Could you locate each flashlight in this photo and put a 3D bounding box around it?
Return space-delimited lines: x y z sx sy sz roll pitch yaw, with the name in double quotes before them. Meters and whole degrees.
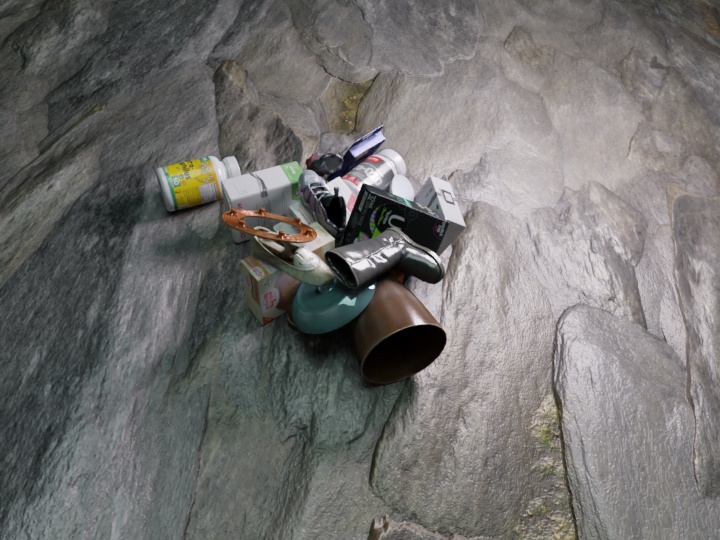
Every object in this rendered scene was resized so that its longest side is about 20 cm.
"flashlight" -0.093 -0.279 1.532 0.067 0.200 0.068 20 90 -20

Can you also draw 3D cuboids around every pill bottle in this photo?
"pill bottle" -0.412 -0.230 1.503 0.198 0.113 0.113 -18 53 -19
"pill bottle" 0.026 -0.233 1.543 0.113 0.114 0.200 32 54 21

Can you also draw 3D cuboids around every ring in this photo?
"ring" -0.186 -0.098 1.207 0.198 0.019 0.201 14 17 -4

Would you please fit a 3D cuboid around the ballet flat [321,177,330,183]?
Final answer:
"ballet flat" -0.137 -0.220 1.550 0.198 0.070 0.070 1 49 -4

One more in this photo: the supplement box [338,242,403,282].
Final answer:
"supplement box" 0.000 0.000 1.370 0.199 0.069 0.067 27 49 21

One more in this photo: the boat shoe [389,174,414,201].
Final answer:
"boat shoe" 0.100 -0.148 1.493 0.069 0.066 0.202 7 61 -29

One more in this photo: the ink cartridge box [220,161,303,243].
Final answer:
"ink cartridge box" -0.234 -0.169 1.443 0.198 0.147 0.085 -18 51 -20

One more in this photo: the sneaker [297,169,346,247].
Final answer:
"sneaker" -0.076 -0.163 1.316 0.077 0.140 0.201 -20 76 -22

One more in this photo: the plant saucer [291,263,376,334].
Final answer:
"plant saucer" -0.064 0.041 1.204 0.198 0.036 0.201 -20 37 16

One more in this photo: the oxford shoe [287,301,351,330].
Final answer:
"oxford shoe" -0.062 0.084 1.290 0.198 0.072 0.072 -8 48 -14

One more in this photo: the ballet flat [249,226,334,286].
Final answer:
"ballet flat" -0.142 -0.030 1.181 0.199 0.063 0.068 24 49 14

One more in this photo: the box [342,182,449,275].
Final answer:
"box" 0.076 -0.091 1.336 0.198 0.150 0.124 20 14 -13

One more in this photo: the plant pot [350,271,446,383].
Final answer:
"plant pot" 0.053 0.096 1.211 0.185 0.188 0.201 -13 51 -16

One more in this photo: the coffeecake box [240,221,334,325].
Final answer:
"coffeecake box" -0.156 0.006 1.292 0.199 0.154 0.073 -30 57 -27

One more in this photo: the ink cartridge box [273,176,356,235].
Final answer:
"ink cartridge box" -0.098 -0.124 1.411 0.199 0.068 0.117 -35 81 -25

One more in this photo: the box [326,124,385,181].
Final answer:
"box" -0.008 -0.303 1.552 0.121 0.200 0.032 -37 88 -30

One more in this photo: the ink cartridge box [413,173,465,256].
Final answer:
"ink cartridge box" 0.183 -0.151 1.475 0.066 0.116 0.201 15 43 -28

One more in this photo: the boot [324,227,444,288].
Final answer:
"boot" 0.052 -0.010 1.169 0.181 0.073 0.199 35 32 24
